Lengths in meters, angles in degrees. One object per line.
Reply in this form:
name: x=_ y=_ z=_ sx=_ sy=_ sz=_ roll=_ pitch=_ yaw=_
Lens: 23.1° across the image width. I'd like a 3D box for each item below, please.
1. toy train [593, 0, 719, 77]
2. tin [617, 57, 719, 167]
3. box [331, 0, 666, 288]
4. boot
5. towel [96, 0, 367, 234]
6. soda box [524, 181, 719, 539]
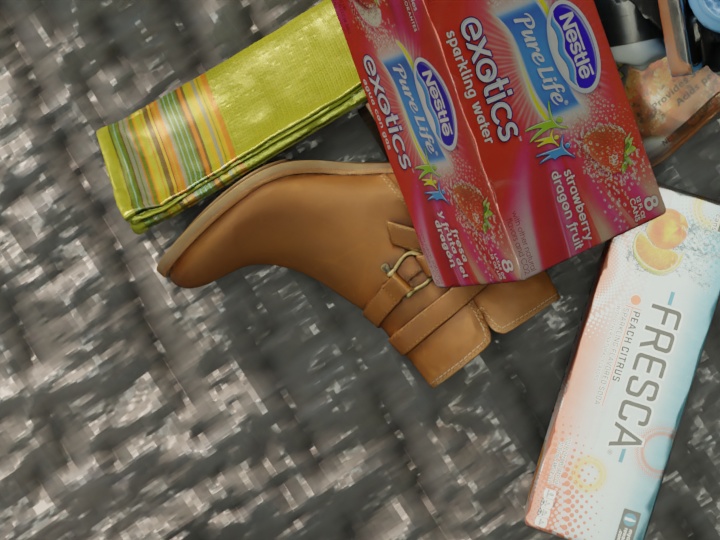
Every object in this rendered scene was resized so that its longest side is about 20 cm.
toy train: x=0.153 y=-0.194 z=0.900 sx=0.113 sy=0.087 sz=0.202 roll=-7 pitch=100 yaw=25
tin: x=0.168 y=-0.138 z=0.968 sx=0.200 sy=0.042 sz=0.112 roll=-41 pitch=95 yaw=17
box: x=0.066 y=-0.101 z=0.912 sx=0.099 sy=0.095 sz=0.201 roll=-23 pitch=97 yaw=-25
boot: x=0.000 y=0.000 z=0.985 sx=0.199 sy=0.074 sz=0.155 roll=-31 pitch=93 yaw=6
towel: x=-0.056 y=-0.100 z=0.990 sx=0.199 sy=0.018 sz=0.086 roll=-30 pitch=49 yaw=4
soda box: x=0.150 y=0.053 z=0.978 sx=0.068 sy=0.064 sz=0.202 roll=18 pitch=93 yaw=5
